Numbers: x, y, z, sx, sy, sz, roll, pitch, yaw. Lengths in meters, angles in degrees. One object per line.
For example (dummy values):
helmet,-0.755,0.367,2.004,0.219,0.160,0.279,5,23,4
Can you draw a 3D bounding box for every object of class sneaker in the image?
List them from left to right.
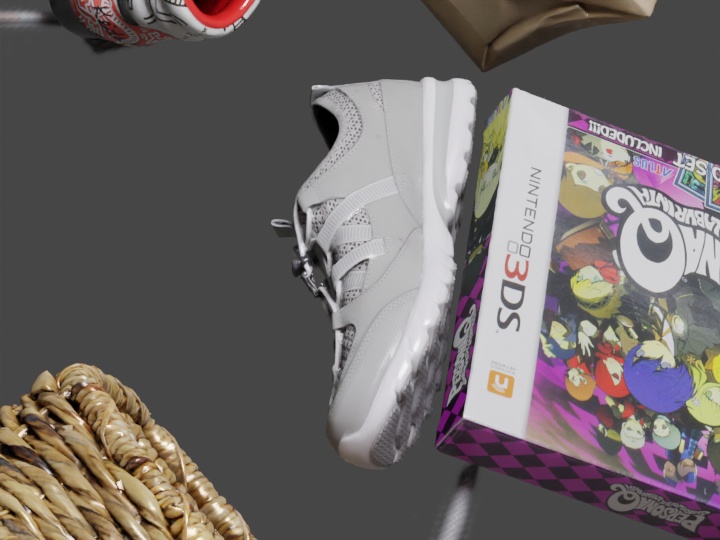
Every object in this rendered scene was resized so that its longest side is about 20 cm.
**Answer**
sneaker,-0.068,-0.194,1.213,0.067,0.108,0.202,16,86,-41
sneaker,0.000,0.000,1.196,0.082,0.075,0.200,7,49,2

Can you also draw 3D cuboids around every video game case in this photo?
video game case,0.139,0.029,1.226,0.200,0.036,0.182,20,53,-12

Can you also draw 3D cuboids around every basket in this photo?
basket,-0.060,0.125,1.036,0.149,0.143,0.200,-32,74,-32

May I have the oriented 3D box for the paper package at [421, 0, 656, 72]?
paper package,0.072,-0.229,1.293,0.191,0.103,0.200,47,46,-28
